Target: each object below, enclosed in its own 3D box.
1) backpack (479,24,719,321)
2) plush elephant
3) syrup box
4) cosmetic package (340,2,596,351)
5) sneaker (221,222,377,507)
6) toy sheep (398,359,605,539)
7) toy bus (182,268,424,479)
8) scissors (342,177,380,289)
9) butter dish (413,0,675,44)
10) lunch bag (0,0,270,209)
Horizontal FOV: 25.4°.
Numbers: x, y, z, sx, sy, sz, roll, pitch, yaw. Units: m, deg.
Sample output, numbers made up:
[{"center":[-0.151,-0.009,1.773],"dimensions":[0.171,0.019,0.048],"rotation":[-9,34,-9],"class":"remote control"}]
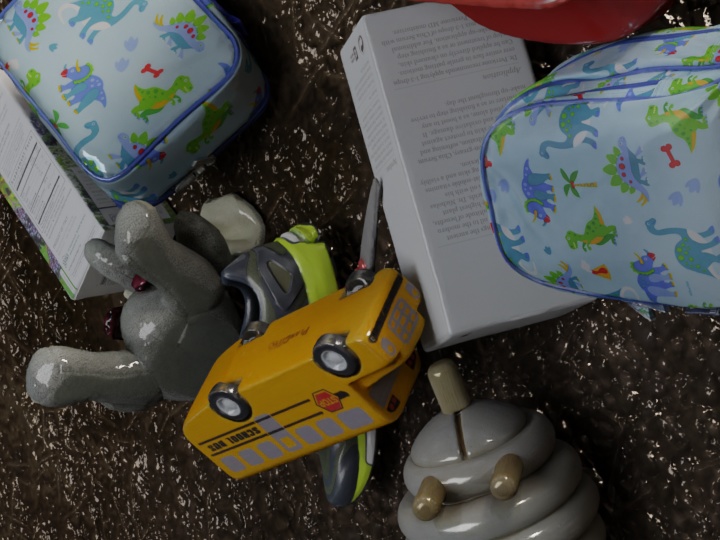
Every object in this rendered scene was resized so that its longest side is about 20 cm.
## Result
[{"center":[0.162,-0.055,0.867],"dimensions":[0.199,0.153,0.165],"rotation":[19,132,49],"class":"backpack"},{"center":[-0.145,0.019,1.203],"dimensions":[0.166,0.198,0.155],"rotation":[-63,30,15],"class":"plush elephant"},{"center":[-0.242,-0.077,1.329],"dimensions":[0.200,0.078,0.082],"rotation":[51,129,28],"class":"syrup box"},{"center":[0.065,-0.062,0.985],"dimensions":[0.071,0.100,0.202],"rotation":[138,118,-73],"class":"cosmetic package"},{"center":[-0.046,0.073,1.131],"dimensions":[0.074,0.080,0.202],"rotation":[160,94,-71],"class":"sneaker"},{"center":[0.084,0.150,0.975],"dimensions":[0.137,0.137,0.202],"rotation":[-5,106,46],"class":"toy sheep"},{"center":[-0.032,0.069,1.012],"dimensions":[0.078,0.065,0.199],"rotation":[44,137,-20],"class":"toy bus"},{"center":[0.000,0.000,1.073],"dimensions":[0.073,0.014,0.201],"rotation":[-122,19,-45],"class":"scissors"},{"center":[0.127,-0.195,0.889],"dimensions":[0.199,0.148,0.201],"rotation":[16,70,52],"class":"butter dish"},{"center":[-0.171,-0.156,1.203],"dimensions":[0.161,0.082,0.200],"rotation":[-42,62,0],"class":"lunch bag"}]
